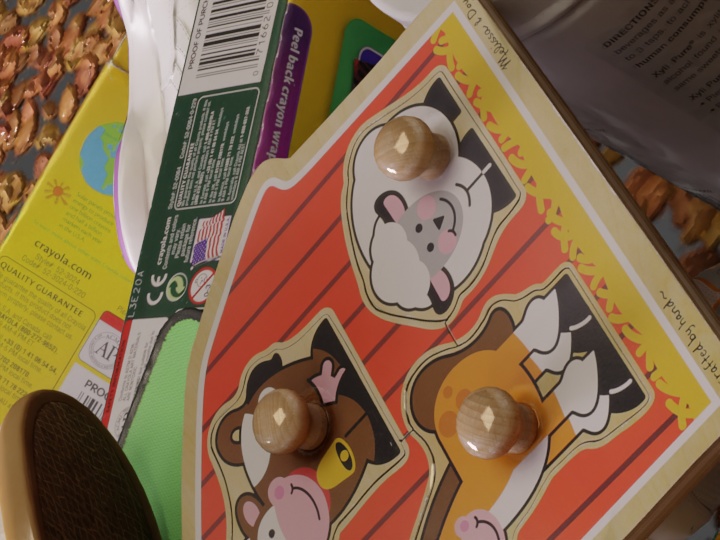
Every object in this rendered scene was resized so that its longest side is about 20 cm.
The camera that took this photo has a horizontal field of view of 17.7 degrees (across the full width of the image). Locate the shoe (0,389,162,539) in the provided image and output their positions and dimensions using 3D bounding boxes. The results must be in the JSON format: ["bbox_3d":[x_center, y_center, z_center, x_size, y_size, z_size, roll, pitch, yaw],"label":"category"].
[{"bbox_3d":[-0.093,0.131,0.724,0.053,0.070,0.200,-28,58,24],"label":"shoe"}]

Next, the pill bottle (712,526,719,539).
[{"bbox_3d":[0.142,0.135,0.695,0.113,0.113,0.200,29,93,51],"label":"pill bottle"}]

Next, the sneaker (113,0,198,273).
[{"bbox_3d":[-0.051,-0.092,0.952,0.099,0.075,0.200,1,98,14],"label":"sneaker"}]

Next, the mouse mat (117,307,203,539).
[{"bbox_3d":[-0.027,0.108,0.725,0.200,0.008,0.161,20,89,47],"label":"mouse mat"}]

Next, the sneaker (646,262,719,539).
[{"bbox_3d":[0.120,0.027,0.738,0.092,0.200,0.076,-32,92,24],"label":"sneaker"}]

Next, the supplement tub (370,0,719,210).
[{"bbox_3d":[0.109,-0.103,0.791,0.132,0.200,0.132,-25,52,38],"label":"supplement tub"}]

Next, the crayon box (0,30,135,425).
[{"bbox_3d":[-0.087,-0.003,1.023,0.200,0.127,0.051,-58,-5,7],"label":"crayon box"}]

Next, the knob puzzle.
[{"bbox_3d":[0.003,0.038,0.685,0.219,0.030,0.220,-12,73,42],"label":"knob puzzle"}]

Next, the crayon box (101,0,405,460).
[{"bbox_3d":[0.000,0.000,0.880,0.058,0.172,0.200,-6,66,43],"label":"crayon box"}]
